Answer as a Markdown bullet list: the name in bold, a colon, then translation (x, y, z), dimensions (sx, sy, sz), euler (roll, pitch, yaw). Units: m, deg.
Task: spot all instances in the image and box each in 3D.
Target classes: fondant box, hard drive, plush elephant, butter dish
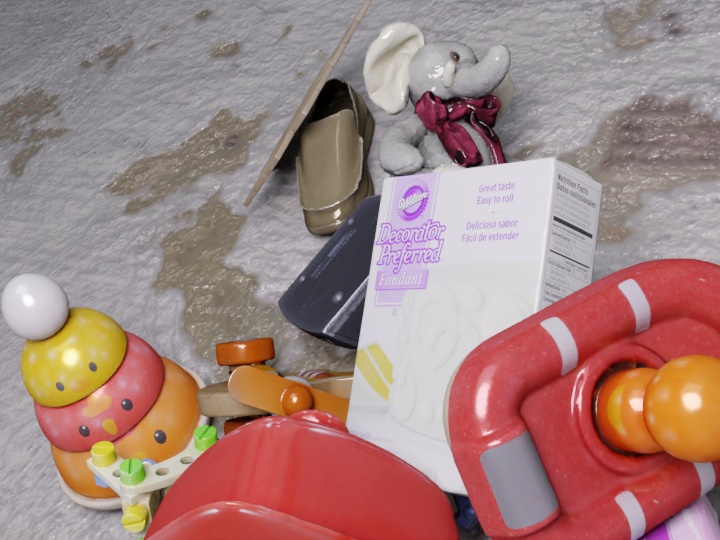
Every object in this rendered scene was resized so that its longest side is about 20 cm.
- **fondant box**: translation (0.067, 0.039, 0.696), dimensions (0.144, 0.058, 0.202), euler (-2, 73, 46)
- **hard drive**: translation (0.000, 0.000, 0.884), dimensions (0.135, 0.042, 0.200), euler (-50, 13, -5)
- **plush elephant**: translation (0.083, -0.127, 0.938), dimensions (0.164, 0.156, 0.200), euler (3, 5, -31)
- **butter dish**: translation (-0.034, 0.149, 0.640), dimensions (0.199, 0.199, 0.149), euler (-39, 32, 42)

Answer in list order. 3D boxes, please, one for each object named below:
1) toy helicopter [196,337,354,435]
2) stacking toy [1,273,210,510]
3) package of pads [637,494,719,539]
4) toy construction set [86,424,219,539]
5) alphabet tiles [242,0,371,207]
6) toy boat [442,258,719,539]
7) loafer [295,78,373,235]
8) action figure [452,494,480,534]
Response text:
- **toy helicopter**: translation (-0.024, 0.087, 0.828), dimensions (0.198, 0.080, 0.132), euler (-6, -1, 3)
- **stacking toy**: translation (-0.223, 0.081, 0.882), dimensions (0.145, 0.201, 0.147), euler (-18, 40, 15)
- **package of pads**: translation (0.148, 0.199, 0.577), dimensions (0.120, 0.076, 0.200), euler (-20, 19, 12)
- **toy construction set**: translation (-0.116, 0.190, 0.783), dimensions (0.130, 0.093, 0.201), euler (-10, 44, -15)
- **alphabet tiles**: translation (-0.059, -0.159, 1.110), dimensions (0.167, 0.008, 0.201), euler (-46, 15, 56)
- **toy boat**: translation (0.150, 0.071, 0.571), dimensions (0.199, 0.131, 0.131), euler (-25, 4, -23)
- **loafer**: translation (-0.030, -0.113, 1.077), dimensions (0.076, 0.068, 0.201), euler (-18, 39, 16)
- **action figure**: translation (0.129, 0.071, 0.734), dimensions (0.200, 0.104, 0.194), euler (-44, 58, 22)
